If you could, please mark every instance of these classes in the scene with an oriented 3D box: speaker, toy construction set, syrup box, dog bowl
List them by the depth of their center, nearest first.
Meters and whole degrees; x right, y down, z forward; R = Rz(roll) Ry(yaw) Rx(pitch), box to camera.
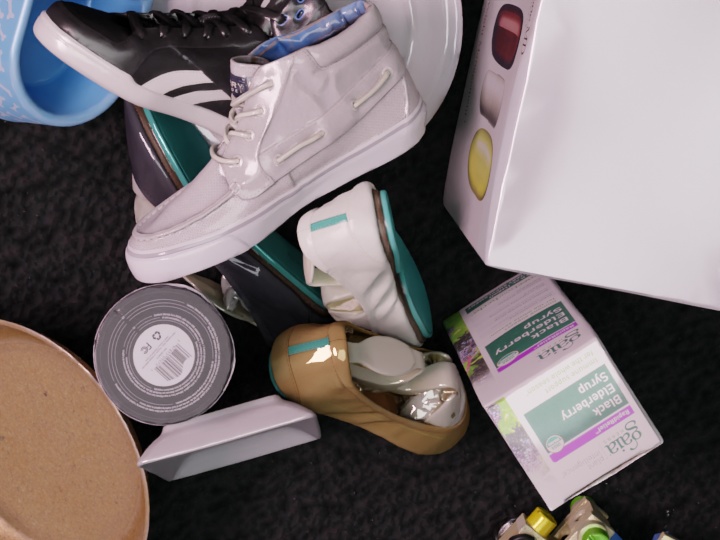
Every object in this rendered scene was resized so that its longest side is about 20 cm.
[{"bbox_3d":[-0.172,-0.179,1.229,0.111,0.049,0.201,7,104,-46],"label":"dog bowl"},{"bbox_3d":[-0.117,0.048,1.231,0.081,0.200,0.082,0,89,-5],"label":"speaker"},{"bbox_3d":[0.114,0.066,1.257,0.079,0.200,0.082,-33,103,3],"label":"syrup box"},{"bbox_3d":[0.129,0.234,1.355,0.131,0.092,0.200,38,85,-11],"label":"toy construction set"}]

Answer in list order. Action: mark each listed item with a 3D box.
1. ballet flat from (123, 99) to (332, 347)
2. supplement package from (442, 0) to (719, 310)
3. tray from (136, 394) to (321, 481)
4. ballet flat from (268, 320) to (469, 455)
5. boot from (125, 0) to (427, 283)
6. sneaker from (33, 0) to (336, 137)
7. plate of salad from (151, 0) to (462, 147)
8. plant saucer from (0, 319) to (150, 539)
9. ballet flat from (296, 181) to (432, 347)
[{"bbox_3d":[-0.098,-0.026,1.288,0.073,0.073,0.200,-41,109,4],"label":"ballet flat"},{"bbox_3d":[0.148,-0.099,1.226,0.146,0.200,0.192,10,100,-7],"label":"supplement package"},{"bbox_3d":[-0.079,0.102,1.256,0.107,0.200,0.022,-16,82,-3],"label":"tray"},{"bbox_3d":[0.025,0.073,1.266,0.063,0.200,0.069,-23,67,32],"label":"ballet flat"},{"bbox_3d":[-0.062,-0.079,1.174,0.200,0.074,0.096,-32,120,-12],"label":"boot"},{"bbox_3d":[-0.086,-0.144,1.207,0.199,0.073,0.112,23,106,-29],"label":"sneaker"},{"bbox_3d":[-0.035,-0.156,1.276,0.199,0.048,0.201,2,107,6],"label":"plate of salad"},{"bbox_3d":[-0.206,0.117,1.286,0.199,0.035,0.201,12,116,26],"label":"plant saucer"},{"bbox_3d":[0.000,0.000,1.253,0.069,0.200,0.070,-3,71,9],"label":"ballet flat"}]
